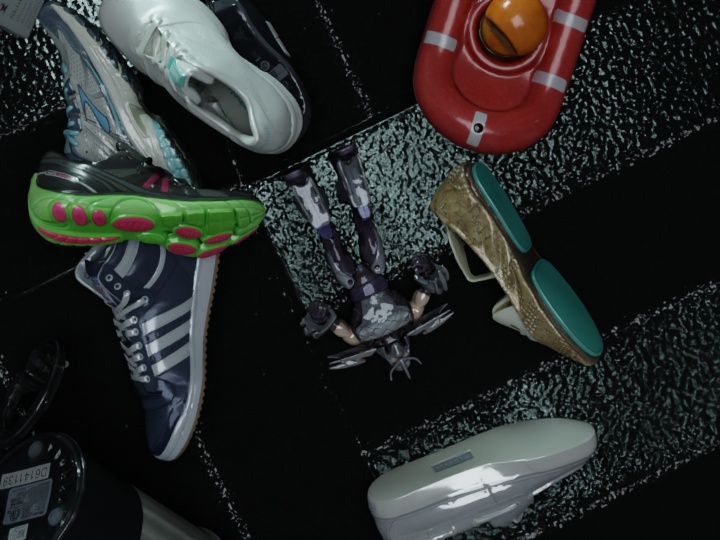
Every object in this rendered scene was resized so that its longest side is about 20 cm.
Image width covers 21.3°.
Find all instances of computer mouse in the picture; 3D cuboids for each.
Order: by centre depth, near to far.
[{"bbox_3d":[-0.087,-0.207,1.588,0.140,0.046,0.200,-43,84,18],"label":"computer mouse"}]

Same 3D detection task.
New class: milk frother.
[{"bbox_3d":[-0.213,0.183,1.556,0.188,0.179,0.202,41,60,-42],"label":"milk frother"}]

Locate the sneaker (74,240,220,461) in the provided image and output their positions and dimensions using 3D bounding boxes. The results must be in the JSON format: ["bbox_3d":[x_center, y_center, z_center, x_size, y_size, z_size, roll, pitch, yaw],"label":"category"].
[{"bbox_3d":[-0.182,0.051,1.569,0.108,0.070,0.202,10,84,-29],"label":"sneaker"}]

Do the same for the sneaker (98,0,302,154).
[{"bbox_3d":[-0.138,-0.165,1.540,0.199,0.088,0.076,37,110,11],"label":"sneaker"}]

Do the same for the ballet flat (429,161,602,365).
[{"bbox_3d":[0.126,0.003,1.608,0.065,0.070,0.201,-33,90,26],"label":"ballet flat"}]

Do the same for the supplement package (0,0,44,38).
[{"bbox_3d":[-0.330,-0.295,1.491,0.150,0.200,0.153,24,90,16],"label":"supplement package"}]

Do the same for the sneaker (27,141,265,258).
[{"bbox_3d":[-0.165,-0.062,1.521,0.198,0.077,0.085,7,57,-28],"label":"sneaker"}]

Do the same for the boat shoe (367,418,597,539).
[{"bbox_3d":[0.107,0.184,1.605,0.198,0.072,0.069,-21,114,-8],"label":"boat shoe"}]

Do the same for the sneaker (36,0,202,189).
[{"bbox_3d":[-0.217,-0.128,1.579,0.086,0.078,0.201,-33,92,2],"label":"sneaker"}]

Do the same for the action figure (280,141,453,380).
[{"bbox_3d":[0.000,0.000,1.594,0.129,0.069,0.202,-24,96,-10],"label":"action figure"}]

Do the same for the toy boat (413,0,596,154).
[{"bbox_3d":[0.120,-0.195,1.560,0.129,0.131,0.202,18,91,-2],"label":"toy boat"}]
